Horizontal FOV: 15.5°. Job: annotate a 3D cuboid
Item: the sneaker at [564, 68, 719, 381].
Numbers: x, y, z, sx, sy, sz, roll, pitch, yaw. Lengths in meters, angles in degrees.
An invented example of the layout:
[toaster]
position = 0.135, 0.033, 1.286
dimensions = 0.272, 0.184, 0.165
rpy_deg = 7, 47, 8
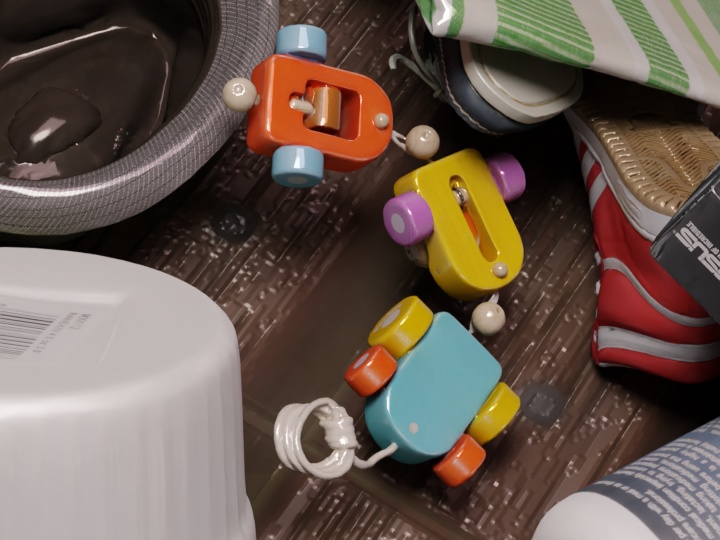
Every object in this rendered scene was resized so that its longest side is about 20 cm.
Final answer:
[sneaker]
position = 0.134, -0.025, 1.227
dimensions = 0.071, 0.113, 0.200
rpy_deg = -4, 28, -4

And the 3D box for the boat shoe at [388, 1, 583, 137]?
[boat shoe]
position = 0.057, -0.106, 1.222
dimensions = 0.075, 0.062, 0.200
rpy_deg = 43, 23, -19

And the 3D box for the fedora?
[fedora]
position = -0.133, -0.087, 1.203
dimensions = 0.176, 0.090, 0.200
rpy_deg = 28, 63, 10

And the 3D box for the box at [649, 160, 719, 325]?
[box]
position = 0.222, -0.006, 1.106
dimensions = 0.160, 0.044, 0.200
rpy_deg = 44, 38, 0

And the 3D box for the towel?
[towel]
position = 0.097, -0.126, 1.193
dimensions = 0.199, 0.023, 0.153
rpy_deg = 14, 31, -29

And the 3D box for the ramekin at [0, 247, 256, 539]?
[ramekin]
position = -0.138, 0.063, 1.032
dimensions = 0.200, 0.098, 0.201
rpy_deg = 3, 19, -1

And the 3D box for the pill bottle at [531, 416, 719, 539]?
[pill bottle]
position = 0.138, 0.133, 1.090
dimensions = 0.199, 0.120, 0.120
rpy_deg = -25, 64, -24

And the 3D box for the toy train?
[toy train]
position = 0.000, 0.000, 1.157
dimensions = 0.150, 0.056, 0.201
rpy_deg = 7, 72, -28
